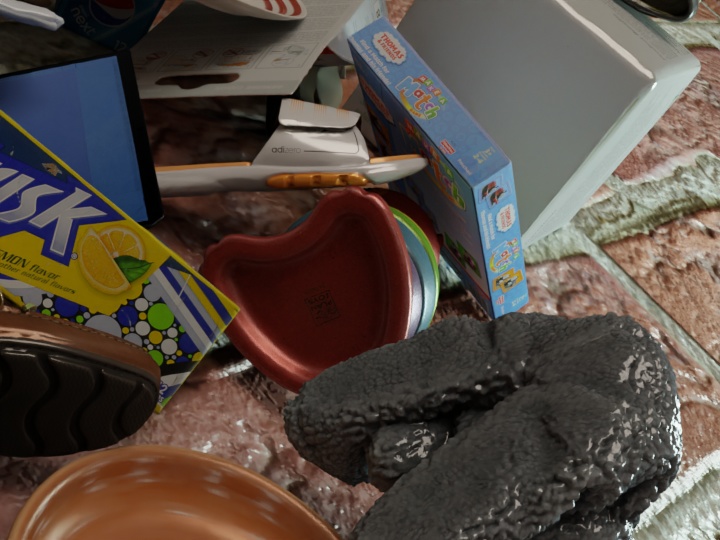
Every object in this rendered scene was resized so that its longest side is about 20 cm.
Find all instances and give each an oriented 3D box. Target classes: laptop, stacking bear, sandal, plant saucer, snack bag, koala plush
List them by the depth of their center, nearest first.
[{"bbox_3d":[-0.068,0.164,0.569,0.200,0.037,0.200,27,30,-17],"label":"plant saucer"},{"bbox_3d":[0.089,0.136,0.656,0.177,0.184,0.200,-120,-174,-58],"label":"koala plush"},{"bbox_3d":[-0.225,-0.097,0.710,0.200,0.103,0.177,36,22,-39],"label":"laptop"},{"bbox_3d":[-0.287,-0.186,0.772,0.200,0.021,0.189,15,6,-30],"label":"snack bag"},{"bbox_3d":[0.000,0.000,0.817,0.114,0.121,0.200,66,18,-6],"label":"stacking bear"},{"bbox_3d":[-0.058,-0.080,0.821,0.207,0.059,0.079,-4,2,-11],"label":"sandal"}]

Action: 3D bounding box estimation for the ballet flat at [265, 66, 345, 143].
[{"bbox_3d":[-0.042,-0.148,1.025,0.068,0.068,0.200,30,28,-31],"label":"ballet flat"}]

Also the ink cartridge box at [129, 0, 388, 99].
[{"bbox_3d":[-0.083,-0.151,0.930,0.160,0.047,0.200,1,34,20],"label":"ink cartridge box"}]

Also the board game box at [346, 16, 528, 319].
[{"bbox_3d":[0.059,-0.066,0.923,0.151,0.037,0.200,53,-7,28],"label":"board game box"}]

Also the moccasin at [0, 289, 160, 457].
[{"bbox_3d":[-0.191,0.038,0.583,0.201,0.074,0.078,6,31,-15],"label":"moccasin"}]

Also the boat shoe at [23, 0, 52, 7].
[{"bbox_3d":[-0.231,-0.238,0.899,0.075,0.075,0.202,19,14,-30],"label":"boat shoe"}]

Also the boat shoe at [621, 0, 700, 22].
[{"bbox_3d":[0.201,-0.274,1.060,0.201,0.072,0.066,36,21,-7],"label":"boat shoe"}]

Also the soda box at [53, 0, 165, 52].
[{"bbox_3d":[-0.192,-0.250,1.021,0.068,0.064,0.200,23,30,-22],"label":"soda box"}]

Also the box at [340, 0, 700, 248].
[{"bbox_3d":[0.137,-0.155,1.095,0.199,0.200,0.171,43,26,12],"label":"box"}]

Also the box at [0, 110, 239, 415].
[{"bbox_3d":[-0.160,-0.019,0.635,0.200,0.070,0.064,42,-11,-24],"label":"box"}]

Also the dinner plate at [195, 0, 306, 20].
[{"bbox_3d":[-0.128,-0.221,0.894,0.200,0.024,0.200,28,20,-11],"label":"dinner plate"}]
